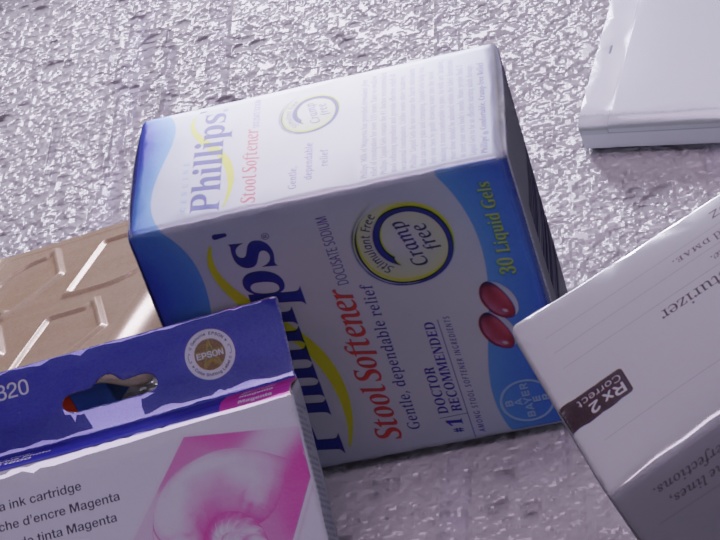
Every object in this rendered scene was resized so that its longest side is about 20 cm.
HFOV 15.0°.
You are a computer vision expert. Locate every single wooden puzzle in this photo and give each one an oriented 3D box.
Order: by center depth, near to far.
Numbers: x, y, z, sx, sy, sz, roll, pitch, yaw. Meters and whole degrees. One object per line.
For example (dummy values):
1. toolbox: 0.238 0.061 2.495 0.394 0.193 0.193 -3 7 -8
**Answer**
1. wooden puzzle: -0.172 0.036 1.557 0.199 0.046 0.185 -11 28 27

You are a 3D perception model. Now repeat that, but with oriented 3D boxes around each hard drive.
1. hard drive: 0.238 -0.127 1.617 0.199 0.026 0.132 -2 45 22

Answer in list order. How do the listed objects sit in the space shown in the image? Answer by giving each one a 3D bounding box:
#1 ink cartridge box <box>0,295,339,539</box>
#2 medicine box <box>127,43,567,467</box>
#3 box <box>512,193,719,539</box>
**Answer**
1. ink cartridge box: -0.113 0.130 1.360 0.196 0.043 0.201 -16 79 6
2. medicine box: 0.000 0.000 1.444 0.199 0.183 0.103 -12 37 10
3. box: 0.210 0.067 1.230 0.199 0.200 0.131 -34 38 4
